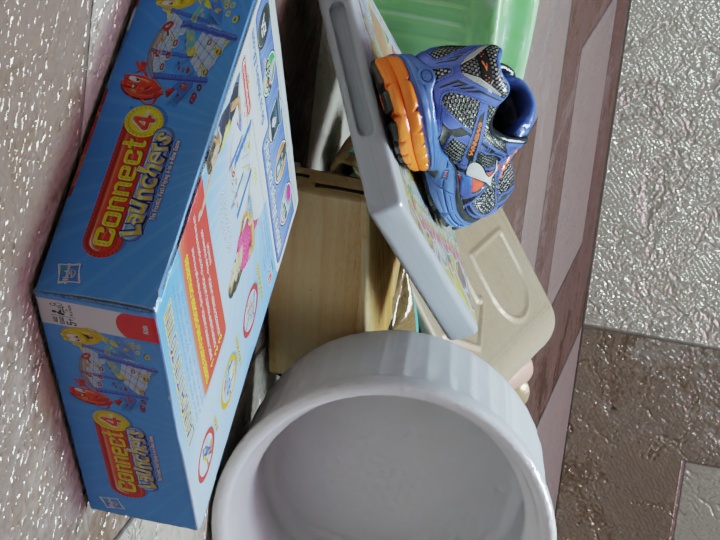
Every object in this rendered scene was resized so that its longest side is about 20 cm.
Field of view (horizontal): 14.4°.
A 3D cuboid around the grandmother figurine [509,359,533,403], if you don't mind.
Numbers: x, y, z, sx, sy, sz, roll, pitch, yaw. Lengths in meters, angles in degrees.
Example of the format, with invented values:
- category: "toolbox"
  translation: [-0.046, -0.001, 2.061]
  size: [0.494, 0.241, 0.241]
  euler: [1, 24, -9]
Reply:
- category: "grandmother figurine"
  translation: [0.058, 0.100, 2.116]
  size: [0.200, 0.060, 0.122]
  euler: [-33, 125, -47]

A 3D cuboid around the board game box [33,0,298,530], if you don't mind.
- category: "board game box"
  translation: [-0.085, -0.014, 1.325]
  size: [0.200, 0.056, 0.196]
  euler: [85, 18, -56]

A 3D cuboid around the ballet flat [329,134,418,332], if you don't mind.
- category: "ballet flat"
  translation: [0.000, 0.000, 1.846]
  size: [0.072, 0.068, 0.201]
  euler: [-34, 137, -49]

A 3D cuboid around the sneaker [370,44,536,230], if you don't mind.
- category: "sneaker"
  translation: [0.067, -0.078, 1.635]
  size: [0.200, 0.078, 0.076]
  euler: [42, 32, -73]

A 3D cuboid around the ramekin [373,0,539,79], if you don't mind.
- category: "ramekin"
  translation: [0.059, -0.189, 1.861]
  size: [0.200, 0.097, 0.201]
  euler: [10, 90, -81]

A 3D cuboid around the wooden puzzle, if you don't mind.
- category: "wooden puzzle"
  translation: [0.056, -0.009, 1.967]
  size: [0.201, 0.046, 0.185]
  euler: [67, 28, -9]

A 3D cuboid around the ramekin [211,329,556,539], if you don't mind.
- category: "ramekin"
  translation: [0.018, 0.133, 1.679]
  size: [0.098, 0.200, 0.201]
  euler: [-77, 173, -64]

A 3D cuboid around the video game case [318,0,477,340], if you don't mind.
- category: "video game case"
  translation: [0.020, -0.076, 1.670]
  size: [0.200, 0.023, 0.183]
  euler: [57, 18, -64]

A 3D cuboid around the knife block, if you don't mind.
- category: "knife block"
  translation: [-0.020, 0.031, 1.723]
  size: [0.200, 0.064, 0.176]
  euler: [21, 79, -80]
